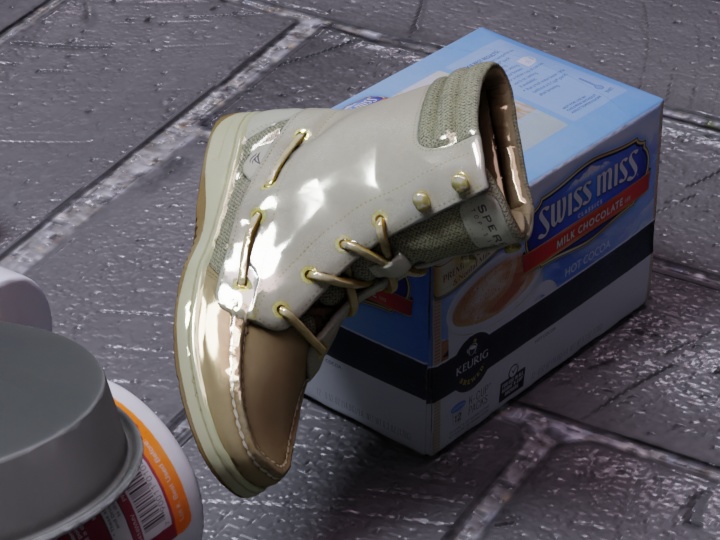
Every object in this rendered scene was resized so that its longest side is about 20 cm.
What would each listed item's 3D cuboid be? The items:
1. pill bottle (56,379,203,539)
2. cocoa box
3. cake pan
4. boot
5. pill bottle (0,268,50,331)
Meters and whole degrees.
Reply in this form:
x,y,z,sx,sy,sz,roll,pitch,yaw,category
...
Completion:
x,y,z,sx,sy,sz,roll,pitch,yaw,category
-0.170,0.135,1.098,0.109,0.110,0.200,23,39,31,pill bottle
0.050,-0.022,1.325,0.133,0.132,0.200,26,40,34,cocoa box
-0.191,0.068,1.045,0.199,0.037,0.200,-3,20,1,cake pan
0.000,0.000,1.152,0.154,0.072,0.201,-12,54,23,boot
-0.261,0.018,1.255,0.199,0.120,0.120,18,36,25,pill bottle
